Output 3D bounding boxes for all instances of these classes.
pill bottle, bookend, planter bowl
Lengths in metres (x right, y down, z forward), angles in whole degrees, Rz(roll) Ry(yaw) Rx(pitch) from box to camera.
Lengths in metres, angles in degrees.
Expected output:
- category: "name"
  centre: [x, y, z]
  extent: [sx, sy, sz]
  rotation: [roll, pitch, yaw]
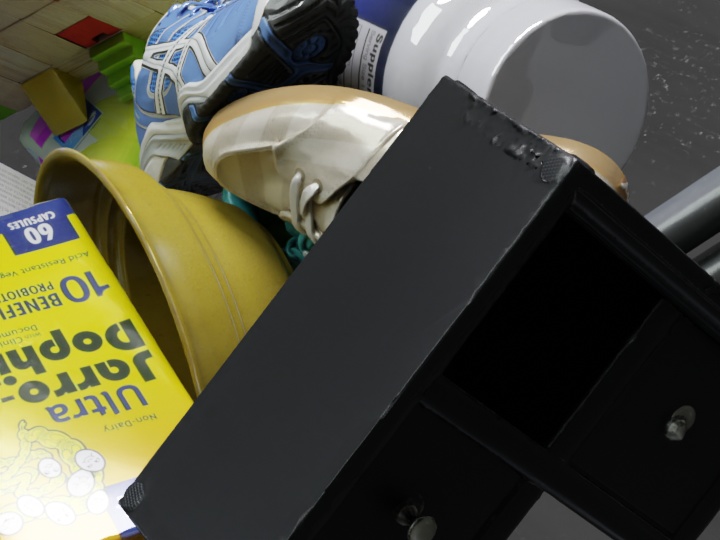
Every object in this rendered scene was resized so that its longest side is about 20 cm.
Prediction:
- category: "pill bottle"
  centre: [0.039, -0.102, 1.018]
  extent: [0.116, 0.116, 0.200]
  rotation: [-51, 39, -6]
- category: "bookend"
  centre: [0.053, 0.070, 0.797]
  extent: [0.200, 0.199, 0.092]
  rotation: [-52, 37, 1]
- category: "planter bowl"
  centre: [-0.077, 0.029, 0.999]
  extent: [0.083, 0.201, 0.200]
  rotation: [-19, 31, -23]

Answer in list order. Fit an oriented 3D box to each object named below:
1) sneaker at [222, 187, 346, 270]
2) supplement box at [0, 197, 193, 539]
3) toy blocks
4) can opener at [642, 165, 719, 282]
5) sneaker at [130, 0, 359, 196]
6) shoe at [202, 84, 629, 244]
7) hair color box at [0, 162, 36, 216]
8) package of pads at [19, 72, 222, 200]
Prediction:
- category: "sneaker"
  centre: [0.000, 0.000, 0.992]
  extent: [0.200, 0.080, 0.078]
  rotation: [24, 75, 50]
- category: "supplement box"
  centre: [-0.141, 0.080, 0.929]
  extent: [0.109, 0.110, 0.200]
  rotation: [-16, 48, -25]
- category: "toy blocks"
  centre: [-0.174, -0.150, 1.111]
  extent: [0.200, 0.137, 0.100]
  rotation: [-22, 65, 30]
- category: "can opener"
  centre: [0.167, -0.028, 0.899]
  extent: [0.200, 0.053, 0.067]
  rotation: [-34, 7, 16]
- category: "sneaker"
  centre: [-0.067, -0.099, 1.009]
  extent: [0.200, 0.076, 0.077]
  rotation: [-38, 68, 55]
- category: "shoe"
  centre: [0.014, -0.035, 0.918]
  extent: [0.199, 0.070, 0.053]
  rotation: [9, 52, 25]
- category: "hair color box"
  centre: [-0.208, 0.042, 1.090]
  extent: [0.065, 0.109, 0.201]
  rotation: [-19, 59, 32]
- category: "package of pads"
  centre: [-0.081, -0.104, 1.170]
  extent: [0.200, 0.068, 0.154]
  rotation: [-48, 37, -2]
